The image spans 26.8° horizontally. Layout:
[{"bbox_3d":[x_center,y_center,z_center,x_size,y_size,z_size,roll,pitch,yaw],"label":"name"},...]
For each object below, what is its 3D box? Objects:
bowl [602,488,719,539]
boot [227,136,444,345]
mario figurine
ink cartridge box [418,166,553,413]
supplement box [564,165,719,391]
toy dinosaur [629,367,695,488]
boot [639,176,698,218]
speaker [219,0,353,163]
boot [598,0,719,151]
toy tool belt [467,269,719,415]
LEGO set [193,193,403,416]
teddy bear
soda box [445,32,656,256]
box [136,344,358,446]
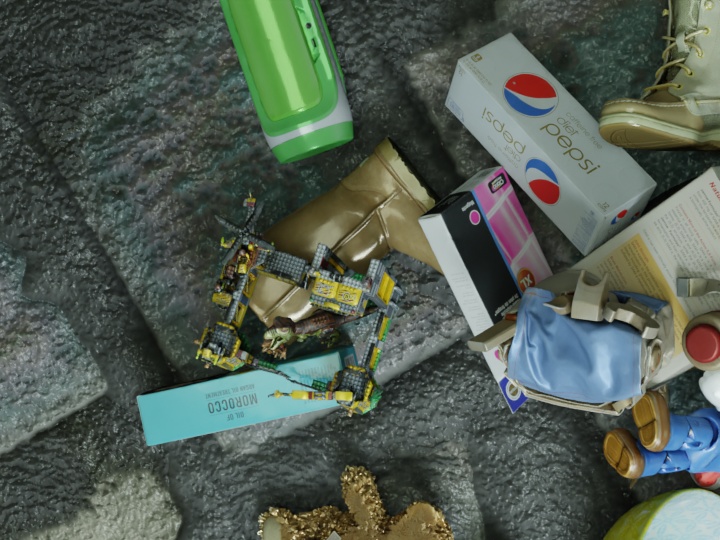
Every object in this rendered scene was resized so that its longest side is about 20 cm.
[{"bbox_3d":[0.259,0.293,1.341,0.107,0.199,0.202,-8,93,47],"label":"bowl"},{"bbox_3d":[0.000,0.000,1.409,0.200,0.066,0.176,-40,79,11],"label":"boot"},{"bbox_3d":[0.308,0.140,1.329,0.198,0.123,0.107,8,79,-28],"label":"mario figurine"},{"bbox_3d":[0.130,0.017,1.348,0.037,0.095,0.201,-7,113,49],"label":"ink cartridge box"},{"bbox_3d":[0.268,0.016,1.288,0.200,0.073,0.127,-37,74,33],"label":"supplement box"},{"bbox_3d":[0.266,0.083,1.377,0.106,0.060,0.202,-24,81,31],"label":"toy dinosaur"},{"bbox_3d":[0.341,-0.027,1.345,0.199,0.070,0.133,-23,96,16],"label":"boot"},{"bbox_3d":[-0.071,-0.205,1.393,0.088,0.088,0.202,-18,90,10],"label":"speaker"},{"bbox_3d":[0.274,-0.181,1.293,0.072,0.199,0.156,3,93,47],"label":"boot"},{"bbox_3d":[0.197,0.060,1.222,0.199,0.122,0.126,3,98,35],"label":"toy tool belt"},{"bbox_3d":[-0.058,0.037,1.320,0.199,0.116,0.155,25,83,18],"label":"LEGO set"},{"bbox_3d":[-0.003,0.262,1.430,0.199,0.067,0.146,-28,79,17],"label":"teddy bear"},{"bbox_3d":[0.164,-0.113,1.330,0.068,0.064,0.200,-30,67,-25],"label":"soda box"},{"bbox_3d":[-0.102,0.117,1.421,0.198,0.082,0.050,-13,90,10],"label":"box"}]
